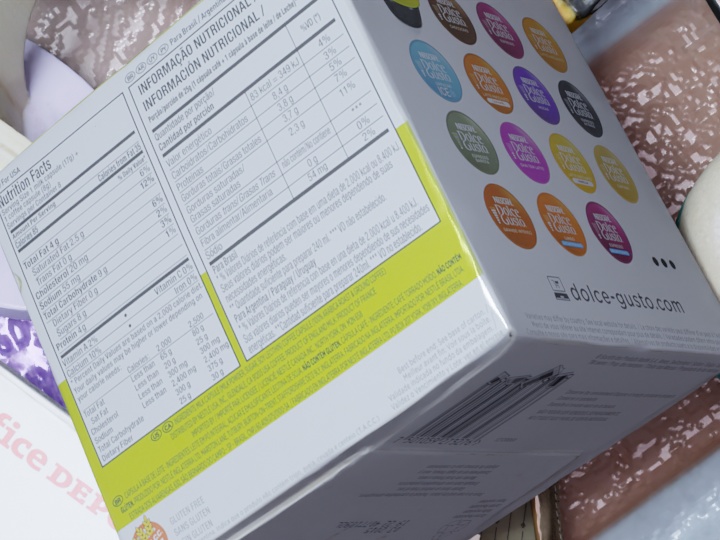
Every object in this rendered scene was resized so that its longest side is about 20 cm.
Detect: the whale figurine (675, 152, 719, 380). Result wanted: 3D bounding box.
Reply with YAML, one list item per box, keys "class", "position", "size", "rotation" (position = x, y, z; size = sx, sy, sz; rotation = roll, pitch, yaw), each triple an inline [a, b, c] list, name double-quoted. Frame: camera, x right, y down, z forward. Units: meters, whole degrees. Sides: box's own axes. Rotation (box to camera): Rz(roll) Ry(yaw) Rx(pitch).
- class: "whale figurine"
  position: [0.235, 0.002, 1.105]
  size: [0.199, 0.104, 0.160]
  rotation: [-4, 68, -14]

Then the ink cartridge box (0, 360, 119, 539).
- class: "ink cartridge box"
  position: [-0.175, 0.154, 1.089]
  size: [0.146, 0.084, 0.200]
  rotation: [35, 86, 13]

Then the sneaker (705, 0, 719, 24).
- class: "sneaker"
  position: [0.185, -0.163, 1.050]
  size: [0.108, 0.067, 0.202]
  rotation: [-33, 82, 7]

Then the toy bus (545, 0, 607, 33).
- class: "toy bus"
  position: [0.142, -0.193, 1.130]
  size: [0.200, 0.078, 0.065]
  rotation: [-44, 82, 4]

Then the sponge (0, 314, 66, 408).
- class: "sponge"
  position: [-0.220, 0.062, 1.196]
  size: [0.199, 0.030, 0.112]
  rotation: [-13, 85, 7]

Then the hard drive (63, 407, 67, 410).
- class: "hard drive"
  position: [-0.159, 0.129, 1.148]
  size: [0.199, 0.027, 0.133]
  rotation: [6, 81, 9]

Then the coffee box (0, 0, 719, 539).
- class: "coffee box"
  position: [0.000, 0.000, 1.026]
  size: [0.200, 0.199, 0.198]
  rotation: [-37, 66, 26]

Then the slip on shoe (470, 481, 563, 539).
- class: "slip on shoe"
  position: [0.062, 0.145, 1.130]
  size: [0.076, 0.061, 0.201]
  rotation: [4, 87, 9]

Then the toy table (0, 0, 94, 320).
- class: "toy table"
  position: [-0.193, -0.069, 1.140]
  size: [0.199, 0.117, 0.184]
  rotation: [23, 77, 15]
